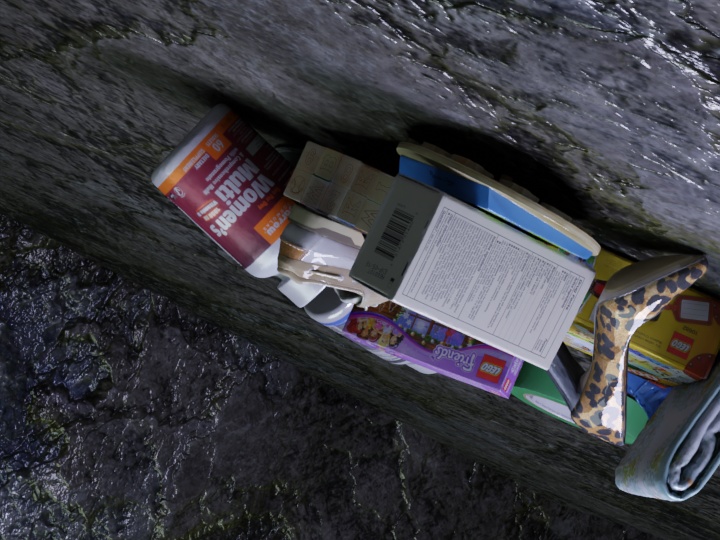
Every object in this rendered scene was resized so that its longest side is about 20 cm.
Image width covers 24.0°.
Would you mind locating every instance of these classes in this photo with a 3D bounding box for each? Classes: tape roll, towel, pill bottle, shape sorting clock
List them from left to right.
[{"bbox_3d":[-0.102,-0.063,1.687,0.200,0.110,0.110,43,168,-6],"label":"pill bottle"},{"bbox_3d":[0.033,0.049,2.114,0.200,0.114,0.114,31,168,-37],"label":"pill bottle"},{"bbox_3d":[0.122,-0.065,1.485,0.200,0.039,0.200,25,-179,-1],"label":"shape sorting clock"},{"bbox_3d":[0.307,0.184,2.392,0.200,0.048,0.200,23,170,4],"label":"tape roll"},{"bbox_3d":[0.327,0.133,1.608,0.048,0.200,0.171,38,172,1],"label":"towel"}]

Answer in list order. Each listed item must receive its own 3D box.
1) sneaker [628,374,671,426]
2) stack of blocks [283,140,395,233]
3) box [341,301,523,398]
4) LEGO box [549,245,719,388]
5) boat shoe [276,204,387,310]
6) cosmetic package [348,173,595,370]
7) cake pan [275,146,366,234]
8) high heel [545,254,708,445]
[{"bbox_3d":[0.351,0.170,2.006,0.077,0.111,0.200,31,169,-36],"label":"sneaker"},{"bbox_3d":[0.036,-0.053,1.583,0.115,0.059,0.200,24,-178,-42],"label":"stack of blocks"},{"bbox_3d":[0.096,0.042,1.847,0.200,0.137,0.039,19,170,25],"label":"box"},{"bbox_3d":[0.239,0.037,1.644,0.200,0.077,0.149,24,171,-1],"label":"LEGO box"},{"bbox_3d":[0.000,0.000,1.631,0.200,0.068,0.075,23,-177,-35],"label":"boat shoe"},{"bbox_3d":[0.099,0.003,1.470,0.200,0.104,0.073,26,-178,-39],"label":"cosmetic package"},{"bbox_3d":[-0.009,-0.070,1.790,0.200,0.037,0.200,24,171,4],"label":"cake pan"},{"bbox_3d":[0.258,0.071,1.524,0.200,0.071,0.143,-30,99,35],"label":"high heel"}]
